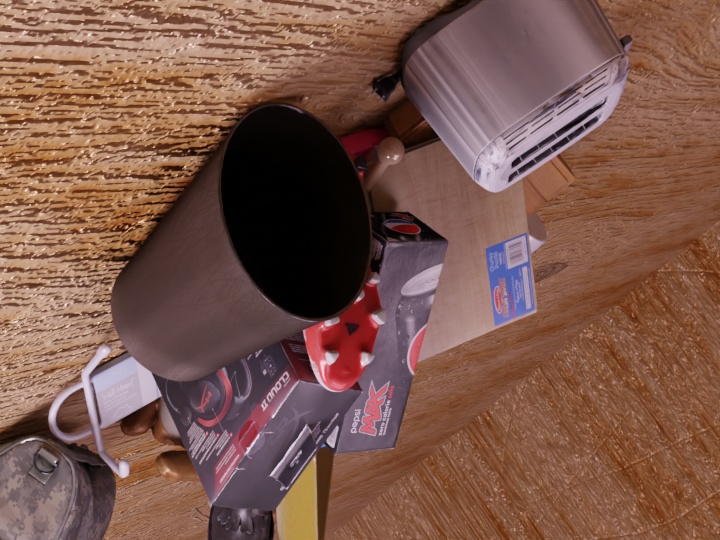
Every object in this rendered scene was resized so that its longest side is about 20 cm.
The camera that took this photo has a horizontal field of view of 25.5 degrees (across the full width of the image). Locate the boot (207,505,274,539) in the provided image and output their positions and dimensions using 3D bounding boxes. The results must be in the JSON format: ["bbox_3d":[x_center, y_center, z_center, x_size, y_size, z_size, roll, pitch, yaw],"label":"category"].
[{"bbox_3d":[-0.119,0.195,1.546,0.068,0.203,0.174,5,161,4],"label":"boot"}]

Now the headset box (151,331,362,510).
[{"bbox_3d":[-0.092,0.095,1.359,0.074,0.201,0.149,13,123,-40],"label":"headset box"}]

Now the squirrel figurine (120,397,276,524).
[{"bbox_3d":[-0.132,0.194,1.731,0.141,0.188,0.199,-40,166,22],"label":"squirrel figurine"}]

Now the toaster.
[{"bbox_3d":[0.122,-0.156,1.286,0.199,0.130,0.114,-33,166,-9],"label":"toaster"}]

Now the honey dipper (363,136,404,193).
[{"bbox_3d":[-0.012,-0.054,1.355,0.038,0.038,0.200,-26,165,-34],"label":"honey dipper"}]

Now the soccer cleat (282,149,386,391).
[{"bbox_3d":[-0.029,-0.002,1.296,0.068,0.203,0.085,-1,174,-37],"label":"soccer cleat"}]

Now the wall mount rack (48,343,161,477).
[{"bbox_3d":[-0.197,0.095,1.497,0.199,0.074,0.175,-29,135,-29],"label":"wall mount rack"}]

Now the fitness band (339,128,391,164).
[{"bbox_3d":[-0.016,-0.069,1.444,0.143,0.038,0.200,-40,165,18],"label":"fitness band"}]

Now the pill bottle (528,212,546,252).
[{"bbox_3d":[0.106,-0.009,1.782,0.200,0.116,0.115,-41,165,23],"label":"pill bottle"}]

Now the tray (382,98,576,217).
[{"bbox_3d":[0.112,-0.108,1.447,0.098,0.037,0.200,-38,140,11],"label":"tray"}]

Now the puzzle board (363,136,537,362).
[{"bbox_3d":[0.082,-0.026,1.418,0.149,0.017,0.202,-21,119,-20],"label":"puzzle board"}]

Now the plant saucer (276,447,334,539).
[{"bbox_3d":[-0.056,0.176,1.622,0.048,0.201,0.202,3,132,4],"label":"plant saucer"}]

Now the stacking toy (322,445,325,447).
[{"bbox_3d":[-0.032,0.053,1.421,0.115,0.110,0.201,-11,136,-41],"label":"stacking toy"}]

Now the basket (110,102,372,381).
[{"bbox_3d":[-0.101,-0.002,1.233,0.135,0.182,0.200,17,145,-30],"label":"basket"}]

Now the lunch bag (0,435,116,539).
[{"bbox_3d":[-0.320,0.242,1.540,0.168,0.139,0.200,-50,171,-6],"label":"lunch bag"}]

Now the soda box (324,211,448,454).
[{"bbox_3d":[0.010,0.053,1.358,0.070,0.063,0.202,-2,116,-35],"label":"soda box"}]
